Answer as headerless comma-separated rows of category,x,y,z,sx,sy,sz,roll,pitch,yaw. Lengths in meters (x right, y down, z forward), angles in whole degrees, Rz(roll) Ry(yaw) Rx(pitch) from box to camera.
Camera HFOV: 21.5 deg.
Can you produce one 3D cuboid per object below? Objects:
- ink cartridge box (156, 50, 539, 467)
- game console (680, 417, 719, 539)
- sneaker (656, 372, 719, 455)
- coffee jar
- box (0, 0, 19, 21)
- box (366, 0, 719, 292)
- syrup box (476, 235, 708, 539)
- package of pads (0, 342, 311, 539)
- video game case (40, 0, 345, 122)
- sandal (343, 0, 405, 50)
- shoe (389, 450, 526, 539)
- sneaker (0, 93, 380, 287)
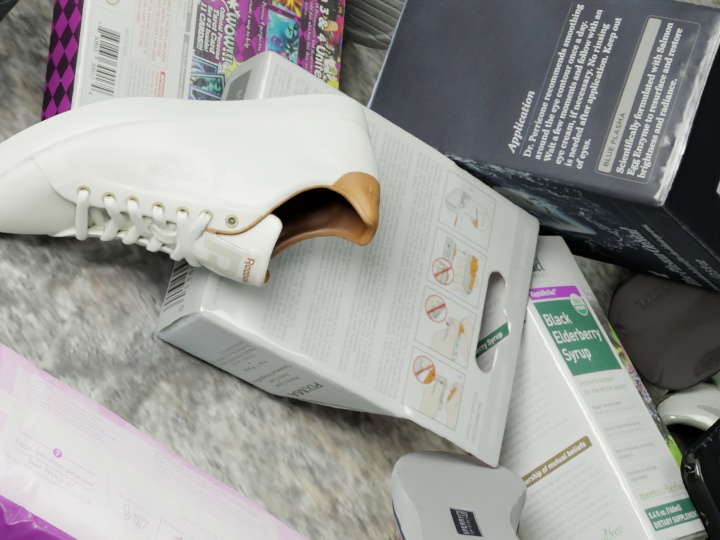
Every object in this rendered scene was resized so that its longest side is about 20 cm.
ink cartridge box,0.000,0.000,1.012,0.199,0.047,0.161,30,57,-28
game console,0.298,0.137,1.095,0.200,0.116,0.177,-28,92,-55
sneaker,0.254,0.159,1.204,0.200,0.074,0.088,47,30,12
coffee jar,0.229,0.006,1.268,0.085,0.104,0.200,51,24,-2
box,-0.260,-0.149,0.815,0.199,0.122,0.107,9,50,-48
box,0.139,-0.080,1.116,0.196,0.199,0.118,31,77,-57
syrup box,0.113,0.082,1.091,0.079,0.081,0.201,-2,60,-53
package of pads,-0.124,0.108,0.731,0.200,0.120,0.076,35,35,-23
video game case,-0.084,-0.146,1.040,0.181,0.036,0.202,16,72,-41
sandal,0.028,-0.192,1.159,0.082,0.203,0.050,23,69,-6
shoe,0.046,0.159,0.949,0.071,0.092,0.200,8,12,-3
sneaker,-0.084,-0.032,0.899,0.199,0.073,0.085,-8,61,-12
